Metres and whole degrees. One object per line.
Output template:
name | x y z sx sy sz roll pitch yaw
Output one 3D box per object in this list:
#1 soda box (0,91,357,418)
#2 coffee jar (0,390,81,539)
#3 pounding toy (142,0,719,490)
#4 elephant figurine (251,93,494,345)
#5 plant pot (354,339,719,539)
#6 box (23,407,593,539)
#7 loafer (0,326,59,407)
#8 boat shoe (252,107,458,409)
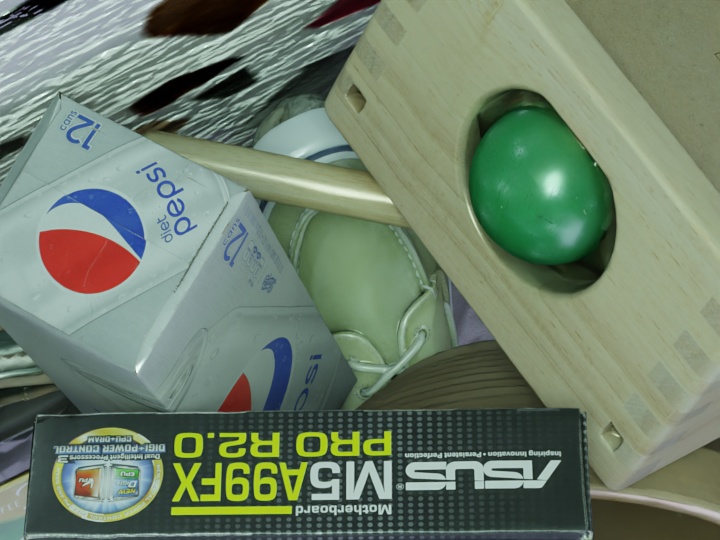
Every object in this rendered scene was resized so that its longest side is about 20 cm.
soda box | -0.058 0.019 0.849 0.063 0.068 0.200 -59 164 -12
coffee jar | -0.125 0.103 1.046 0.104 0.200 0.085 -25 -143 -16
pounding toy | 0.074 -0.037 0.844 0.200 0.184 0.142 -23 158 -36
elephant figurine | 0.000 0.000 1.061 0.200 0.141 0.155 -52 -170 37
plant pot | 0.054 0.088 0.919 0.201 0.093 0.201 0 143 0
box | -0.012 0.114 0.840 0.160 0.044 0.200 -1 144 0
loafer | -0.182 0.051 0.907 0.200 0.063 0.072 -28 176 6
boat shoe | 0.010 0.025 0.970 0.072 0.062 0.200 -25 137 -3
